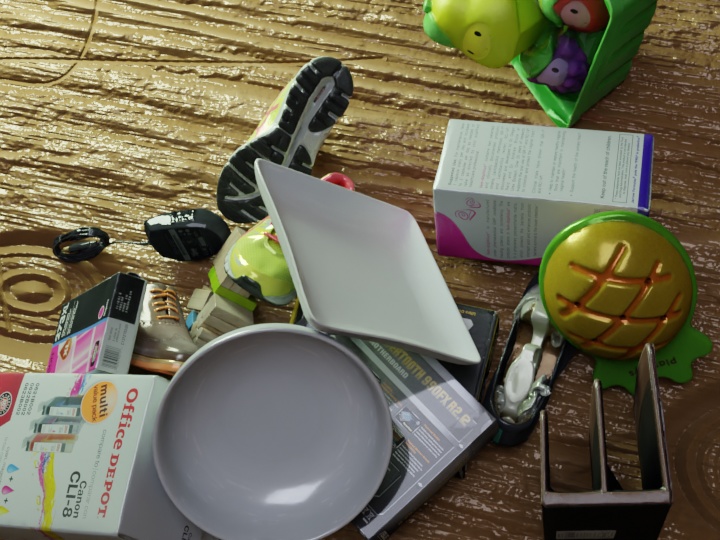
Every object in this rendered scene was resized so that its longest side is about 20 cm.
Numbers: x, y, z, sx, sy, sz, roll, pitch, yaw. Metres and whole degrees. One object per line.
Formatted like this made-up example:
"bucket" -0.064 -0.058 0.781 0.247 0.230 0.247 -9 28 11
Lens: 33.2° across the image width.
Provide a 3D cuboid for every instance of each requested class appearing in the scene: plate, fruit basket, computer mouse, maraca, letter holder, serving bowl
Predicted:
"plate" 0.000 0.000 1.091 0.032 0.200 0.200 -48 45 28
"fruit basket" 0.174 -0.243 1.199 0.215 0.216 0.156 -30 67 -4
"computer mouse" -0.230 -0.037 1.268 0.200 0.059 0.034 -4 51 12
"maraca" 0.242 0.033 1.098 0.137 0.200 0.107 -20 27 20
"letter holder" 0.204 0.151 1.038 0.100 0.200 0.142 -3 68 8
"serving bowl" -0.075 0.133 1.029 0.200 0.066 0.200 -2 106 -6

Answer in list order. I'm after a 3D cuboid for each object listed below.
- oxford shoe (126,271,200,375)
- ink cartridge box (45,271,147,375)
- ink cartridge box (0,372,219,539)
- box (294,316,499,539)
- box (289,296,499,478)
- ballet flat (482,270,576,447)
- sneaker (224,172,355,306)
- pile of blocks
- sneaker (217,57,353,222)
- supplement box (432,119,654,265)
"oxford shoe" -0.200 0.050 1.161 0.200 0.071 0.073 24 98 54
"ink cartridge box" -0.265 0.070 1.164 0.037 0.200 0.095 19 67 -26
"ink cartridge box" -0.235 0.181 1.099 0.200 0.145 0.145 -2 66 29
"box" 0.002 0.126 1.112 0.158 0.048 0.200 -43 69 -8
"box" 0.022 0.100 1.172 0.200 0.049 0.160 12 69 14
"ballet flat" 0.168 0.072 1.148 0.073 0.073 0.200 20 72 16
"sneaker" -0.063 -0.040 1.162 0.078 0.090 0.200 35 33 2
"pile of blocks" -0.139 0.059 1.217 0.062 0.082 0.200 29 82 -26
"sneaker" -0.077 -0.134 1.265 0.078 0.090 0.200 38 98 -12
"supplement box" 0.177 -0.071 1.174 0.200 0.101 0.103 6 52 10
